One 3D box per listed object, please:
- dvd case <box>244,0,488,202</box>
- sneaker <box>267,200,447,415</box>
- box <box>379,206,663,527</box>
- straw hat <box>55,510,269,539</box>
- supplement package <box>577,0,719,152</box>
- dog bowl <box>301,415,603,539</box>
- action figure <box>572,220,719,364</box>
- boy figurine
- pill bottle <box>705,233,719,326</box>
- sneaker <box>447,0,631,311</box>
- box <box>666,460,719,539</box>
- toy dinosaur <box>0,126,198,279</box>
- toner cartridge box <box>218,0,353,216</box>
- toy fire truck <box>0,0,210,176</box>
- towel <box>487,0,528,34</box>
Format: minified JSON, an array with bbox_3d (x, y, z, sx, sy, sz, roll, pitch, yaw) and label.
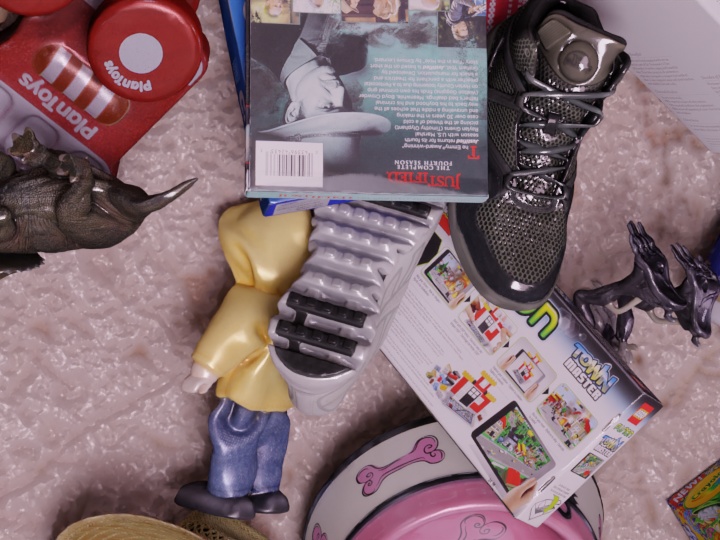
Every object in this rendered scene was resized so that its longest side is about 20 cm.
[{"bbox_3d":[0.003,-0.141,1.349,0.146,0.022,0.200,0,80,-9],"label":"dvd case"},{"bbox_3d":[0.000,0.000,1.406,0.075,0.081,0.200,21,61,14],"label":"sneaker"},{"bbox_3d":[0.082,0.048,1.411,0.110,0.200,0.035,-44,149,9],"label":"box"},{"bbox_3d":[-0.092,0.203,1.446,0.201,0.201,0.085,56,44,-19],"label":"straw hat"},{"bbox_3d":[0.234,-0.192,1.416,0.200,0.152,0.151,42,76,-20],"label":"supplement package"},{"bbox_3d":[0.065,0.191,1.466,0.200,0.074,0.200,-4,123,-6],"label":"dog bowl"},{"bbox_3d":[0.135,0.044,1.478,0.119,0.102,0.200,11,140,-45],"label":"action figure"},{"bbox_3d":[-0.070,0.053,1.424,0.124,0.064,0.200,-5,102,-58],"label":"boy figurine"},{"bbox_3d":[0.309,-0.038,1.502,0.120,0.120,0.200,25,93,-20],"label":"pill bottle"},{"bbox_3d":[0.106,-0.080,1.369,0.076,0.114,0.200,15,68,-11],"label":"sneaker"},{"bbox_3d":[0.346,0.168,1.520,0.200,0.193,0.122,-36,110,-7],"label":"box"},{"bbox_3d":[-0.179,-0.039,1.347,0.200,0.077,0.102,-19,151,17],"label":"toy dinosaur"},{"bbox_3d":[-0.031,-0.140,1.376,0.095,0.043,0.200,-11,83,-11],"label":"toner cartridge box"},{"bbox_3d":[-0.192,-0.141,1.341,0.200,0.112,0.168,37,111,-23],"label":"toy fire truck"},{"bbox_3d":[0.048,-0.124,1.455,0.200,0.022,0.145,3,101,-17],"label":"towel"}]
